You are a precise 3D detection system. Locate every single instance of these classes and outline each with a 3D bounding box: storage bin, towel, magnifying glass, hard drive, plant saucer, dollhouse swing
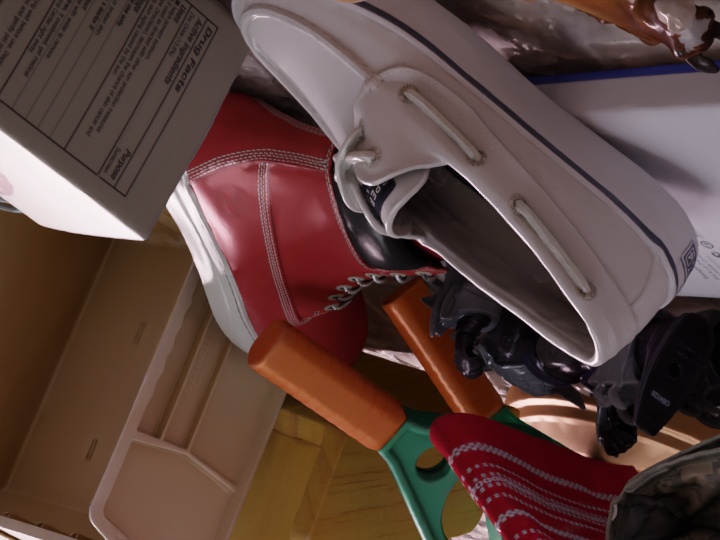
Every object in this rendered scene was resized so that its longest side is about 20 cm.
[{"bbox_3d":[-0.139,0.049,1.003,0.199,0.200,0.094,7,159,45],"label":"storage bin"},{"bbox_3d":[0.122,0.137,0.810,0.144,0.023,0.200,21,-160,-40],"label":"towel"},{"bbox_3d":[0.028,0.085,0.900,0.200,0.080,0.022,37,-170,-27],"label":"magnifying glass"},{"bbox_3d":[0.146,-0.029,0.675,0.132,0.026,0.199,38,159,-33],"label":"hard drive"},{"bbox_3d":[0.167,0.121,1.054,0.199,0.038,0.200,23,162,7],"label":"plant saucer"},{"bbox_3d":[-0.043,0.145,1.048,0.181,0.177,0.199,-3,-169,-42],"label":"dollhouse swing"},{"bbox_3d":[0.075,0.093,0.976,0.201,0.079,0.022,57,158,-11],"label":"magnifying glass"}]

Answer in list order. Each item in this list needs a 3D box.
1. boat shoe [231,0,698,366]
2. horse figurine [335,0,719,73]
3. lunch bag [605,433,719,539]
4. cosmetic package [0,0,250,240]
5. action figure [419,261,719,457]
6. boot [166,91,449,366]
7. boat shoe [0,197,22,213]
[{"bbox_3d":[0.024,-0.040,0.681,0.200,0.066,0.072,39,152,8],"label":"boat shoe"},{"bbox_3d":[0.006,-0.108,0.581,0.199,0.050,0.132,8,174,24],"label":"horse figurine"},{"bbox_3d":[0.219,0.114,0.774,0.199,0.119,0.163,6,176,43],"label":"lunch bag"},{"bbox_3d":[-0.150,-0.107,0.731,0.087,0.104,0.200,7,153,49],"label":"cosmetic package"},{"bbox_3d":[0.098,0.041,0.870,0.129,0.070,0.200,21,170,-27],"label":"action figure"},{"bbox_3d":[0.000,0.000,0.876,0.143,0.073,0.200,14,153,27],"label":"boot"},{"bbox_3d":[-0.178,-0.069,0.935,0.074,0.065,0.202,30,162,-13],"label":"boat shoe"}]
